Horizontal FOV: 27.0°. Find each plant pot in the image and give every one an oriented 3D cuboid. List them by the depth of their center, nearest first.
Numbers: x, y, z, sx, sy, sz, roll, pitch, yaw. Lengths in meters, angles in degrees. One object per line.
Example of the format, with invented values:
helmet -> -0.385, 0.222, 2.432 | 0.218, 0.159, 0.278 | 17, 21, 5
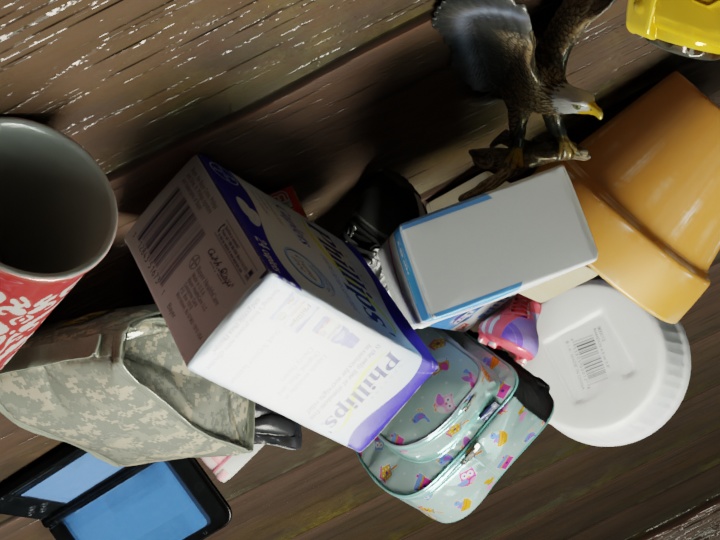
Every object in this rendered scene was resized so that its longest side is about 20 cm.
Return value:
plant pot -> 0.288, -0.082, 1.438 | 0.183, 0.200, 0.200 | -49, 150, 14

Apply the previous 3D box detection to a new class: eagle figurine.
eagle figurine -> 0.146, -0.169, 1.220 | 0.152, 0.151, 0.200 | -56, 148, -48

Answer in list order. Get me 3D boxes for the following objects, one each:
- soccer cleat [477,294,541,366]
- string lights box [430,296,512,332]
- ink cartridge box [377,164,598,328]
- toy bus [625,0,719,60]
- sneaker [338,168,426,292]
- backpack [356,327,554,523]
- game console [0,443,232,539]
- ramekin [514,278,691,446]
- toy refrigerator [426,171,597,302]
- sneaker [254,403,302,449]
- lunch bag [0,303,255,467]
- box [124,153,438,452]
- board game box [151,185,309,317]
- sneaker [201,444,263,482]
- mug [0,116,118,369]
soccer cleat -> 0.170, 0.054, 1.651 | 0.077, 0.067, 0.200 | -61, 179, 4
string lights box -> 0.082, 0.005, 1.548 | 0.103, 0.059, 0.200 | -38, 154, 24
ink cartridge box -> 0.099, -0.014, 1.258 | 0.144, 0.085, 0.200 | -20, 176, -6
toy bus -> 0.339, -0.215, 1.160 | 0.200, 0.192, 0.136 | -5, 118, -41
sneaker -> 0.000, 0.000, 1.383 | 0.088, 0.076, 0.200 | -35, 153, -42
backpack -> 0.088, 0.167, 1.652 | 0.153, 0.176, 0.200 | 28, 98, -41
game console -> -0.276, 0.263, 1.654 | 0.200, 0.116, 0.176 | -33, 155, 14
ramekin -> 0.276, 0.104, 1.750 | 0.200, 0.201, 0.098 | -33, 161, 16
toy refrigerator -> 0.155, -0.033, 1.507 | 0.076, 0.070, 0.200 | -29, 152, 27
sneaker -> -0.069, 0.115, 1.526 | 0.200, 0.114, 0.075 | -21, -163, -34
lunch bag -> -0.211, 0.094, 1.320 | 0.164, 0.118, 0.200 | -10, 154, 30
box -> -0.066, 0.026, 1.221 | 0.200, 0.184, 0.105 | 31, 106, -40
board game box -> -0.117, 0.013, 1.390 | 0.151, 0.046, 0.200 | -22, 156, -9
sneaker -> -0.111, 0.124, 1.593 | 0.200, 0.105, 0.075 | -43, 174, -30
mug -> -0.295, -0.017, 1.112 | 0.200, 0.178, 0.133 | -46, -175, 46
